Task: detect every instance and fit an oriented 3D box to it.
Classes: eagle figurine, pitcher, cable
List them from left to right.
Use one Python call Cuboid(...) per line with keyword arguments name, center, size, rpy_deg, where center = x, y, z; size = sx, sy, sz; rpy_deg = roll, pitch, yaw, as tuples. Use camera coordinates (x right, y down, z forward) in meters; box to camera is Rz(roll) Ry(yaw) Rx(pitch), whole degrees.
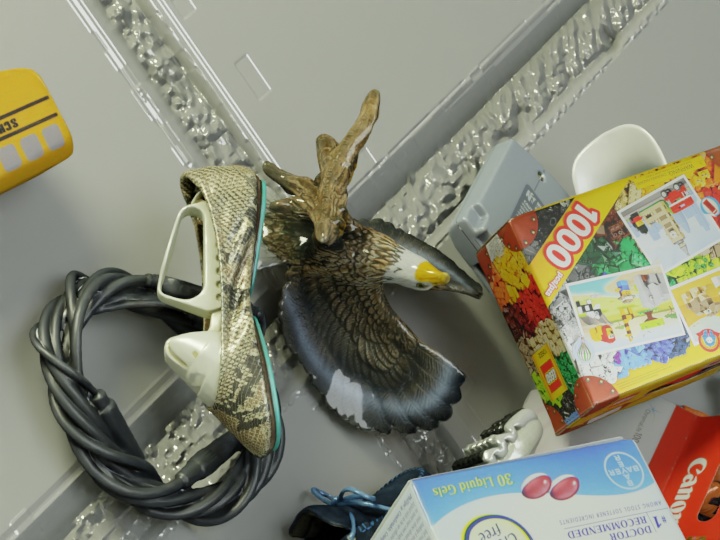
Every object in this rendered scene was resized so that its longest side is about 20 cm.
Cuboid(name="cable", center=(-0.137, 0.081, 1.452), size=(0.199, 0.051, 0.165), rpy_deg=(18, 67, -39))
Cuboid(name="eagle figurine", center=(0.005, 0.003, 1.560), size=(0.151, 0.151, 0.201), rpy_deg=(-34, 140, -7))
Cuboid(name="pitcher", center=(0.264, -0.006, 1.770), size=(0.199, 0.121, 0.173), rpy_deg=(27, 48, -46))

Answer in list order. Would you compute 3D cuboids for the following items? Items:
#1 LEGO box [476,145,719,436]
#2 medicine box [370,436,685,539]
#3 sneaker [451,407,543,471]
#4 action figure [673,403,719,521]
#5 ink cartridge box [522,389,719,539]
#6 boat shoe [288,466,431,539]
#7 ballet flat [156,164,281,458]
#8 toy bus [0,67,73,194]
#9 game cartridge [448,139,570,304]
Cuboid(name="LEGO box", center=(0.207, 0.013, 1.616), size=(0.199, 0.077, 0.150), rpy_deg=(-19, 77, -24))
Cuboid(name="medicine box", center=(0.127, 0.228, 1.423), size=(0.181, 0.103, 0.201), rpy_deg=(-8, 56, -29))
Cuboid(name="sneaker", center=(0.083, 0.192, 1.548), size=(0.081, 0.075, 0.201), rpy_deg=(30, 76, -7))
Cuboid(name="action figure", center=(0.286, 0.158, 1.788), size=(0.193, 0.104, 0.201), rpy_deg=(38, 25, -33))
Cuboid(name="ink cartridge box", center=(0.183, 0.148, 1.600), size=(0.057, 0.199, 0.163), rpy_deg=(53, 46, -24))
Cuboid(name="boat shoe", center=(-0.015, 0.185, 1.491), size=(0.069, 0.084, 0.200), rpy_deg=(55, 45, -6))
Cuboid(name="ballet flat", center=(-0.096, 0.025, 1.436), size=(0.075, 0.068, 0.202), rpy_deg=(3, 68, -19))
Cuboid(name="toy bus", center=(-0.276, -0.064, 1.365), size=(0.200, 0.065, 0.079), rpy_deg=(-32, 98, -45))
Cuboid(name="game cartridge", center=(0.150, 0.002, 1.726), size=(0.201, 0.040, 0.134), rpy_deg=(52, 40, -17))
